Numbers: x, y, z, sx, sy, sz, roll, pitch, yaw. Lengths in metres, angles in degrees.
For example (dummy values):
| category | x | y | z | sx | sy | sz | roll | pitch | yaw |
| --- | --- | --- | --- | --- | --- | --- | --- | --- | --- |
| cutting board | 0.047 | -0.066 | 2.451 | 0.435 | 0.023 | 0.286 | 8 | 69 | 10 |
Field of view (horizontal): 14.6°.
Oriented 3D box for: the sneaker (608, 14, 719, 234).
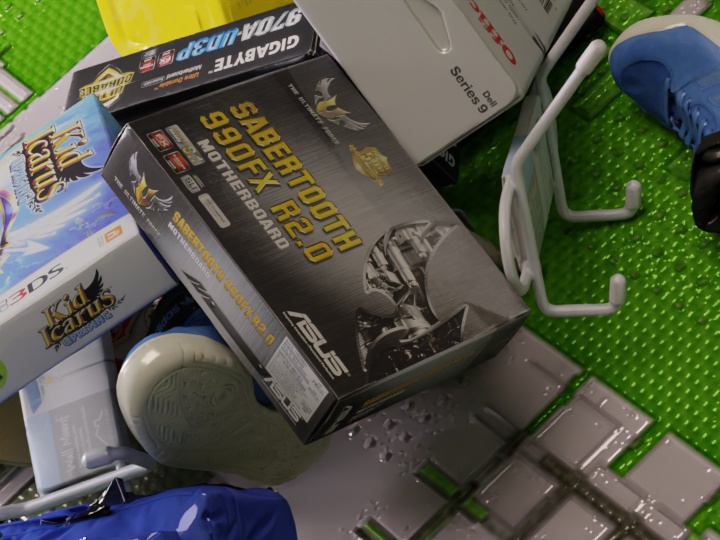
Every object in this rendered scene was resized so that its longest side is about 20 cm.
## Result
| category | x | y | z | sx | sy | sz | roll | pitch | yaw |
| --- | --- | --- | --- | --- | --- | --- | --- | --- | --- |
| sneaker | 0.211 | -0.081 | 1.676 | 0.199 | 0.077 | 0.111 | 24 | 57 | 33 |

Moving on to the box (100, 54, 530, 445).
| category | x | y | z | sx | sy | sz | roll | pitch | yaw |
| --- | --- | --- | --- | --- | --- | --- | --- | --- | --- |
| box | -0.024 | -0.015 | 1.556 | 0.158 | 0.048 | 0.200 | -22 | 67 | -40 |

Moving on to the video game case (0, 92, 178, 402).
| category | x | y | z | sx | sy | sz | roll | pitch | yaw |
| --- | --- | --- | --- | --- | --- | --- | --- | --- | --- |
| video game case | -0.205 | -0.002 | 1.635 | 0.181 | 0.046 | 0.200 | -33 | 29 | 4 |

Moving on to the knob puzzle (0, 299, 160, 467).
| category | x | y | z | sx | sy | sz | roll | pitch | yaw |
| --- | --- | --- | --- | --- | --- | --- | --- | --- | --- |
| knob puzzle | -0.210 | 0.041 | 1.786 | 0.218 | 0.030 | 0.221 | 1 | 71 | -2 |

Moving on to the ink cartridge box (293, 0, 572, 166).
| category | x | y | z | sx | sy | sz | roll | pitch | yaw |
| --- | --- | --- | --- | --- | --- | --- | --- | --- | --- |
| ink cartridge box | 0.041 | -0.169 | 1.678 | 0.084 | 0.146 | 0.200 | -33 | 10 | 23 |

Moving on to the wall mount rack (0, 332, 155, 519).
| category | x | y | z | sx | sy | sz | roll | pitch | yaw |
| --- | --- | --- | --- | --- | --- | --- | --- | --- | --- |
| wall mount rack | -0.216 | 0.085 | 1.714 | 0.173 | 0.074 | 0.201 | -20 | 70 | 22 |

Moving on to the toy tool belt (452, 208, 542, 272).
| category | x | y | z | sx | sy | sz | roll | pitch | yaw |
| --- | --- | --- | --- | --- | --- | --- | --- | --- | --- |
| toy tool belt | 0.000 | 0.000 | 1.714 | 0.199 | 0.126 | 0.123 | 8 | 18 | 29 |

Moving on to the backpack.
| category | x | y | z | sx | sy | sz | roll | pitch | yaw |
| --- | --- | --- | --- | --- | --- | --- | --- | --- | --- |
| backpack | -0.148 | 0.199 | 1.550 | 0.199 | 0.168 | 0.163 | -11 | 76 | 29 |

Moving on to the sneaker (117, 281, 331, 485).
| category | x | y | z | sx | sy | sz | roll | pitch | yaw |
| --- | --- | --- | --- | --- | --- | --- | --- | --- | --- |
| sneaker | -0.099 | 0.052 | 1.601 | 0.077 | 0.200 | 0.111 | -46 | 61 | 10 |

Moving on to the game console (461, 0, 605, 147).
| category | x | y | z | sx | sy | sz | roll | pitch | yaw |
| --- | --- | --- | --- | --- | --- | --- | --- | --- | --- |
| game console | 0.041 | -0.142 | 1.860 | 0.200 | 0.031 | 0.177 | -42 | 49 | -9 |

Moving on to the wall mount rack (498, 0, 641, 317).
| category | x | y | z | sx | sy | sz | roll | pitch | yaw |
| --- | --- | --- | --- | --- | --- | --- | --- | --- | --- |
| wall mount rack | 0.124 | -0.078 | 1.630 | 0.074 | 0.175 | 0.200 | -4 | 30 | 13 |

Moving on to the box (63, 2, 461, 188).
| category | x | y | z | sx | sy | sz | roll | pitch | yaw |
| --- | --- | --- | --- | --- | --- | --- | --- | --- | --- |
| box | -0.061 | -0.089 | 1.747 | 0.199 | 0.159 | 0.046 | -14 | 53 | 32 |

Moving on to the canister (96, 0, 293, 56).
| category | x | y | z | sx | sy | sz | roll | pitch | yaw |
| --- | --- | --- | --- | --- | --- | --- | --- | --- | --- |
| canister | -0.056 | -0.202 | 1.822 | 0.200 | 0.087 | 0.148 | -32 | 26 | -35 |
